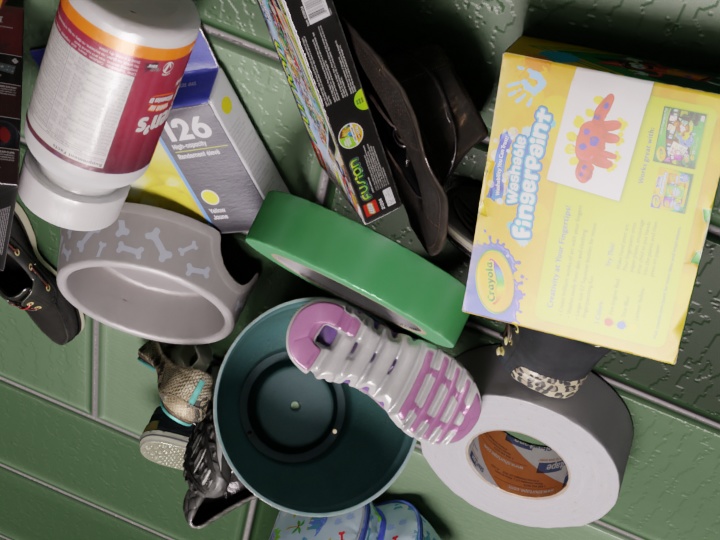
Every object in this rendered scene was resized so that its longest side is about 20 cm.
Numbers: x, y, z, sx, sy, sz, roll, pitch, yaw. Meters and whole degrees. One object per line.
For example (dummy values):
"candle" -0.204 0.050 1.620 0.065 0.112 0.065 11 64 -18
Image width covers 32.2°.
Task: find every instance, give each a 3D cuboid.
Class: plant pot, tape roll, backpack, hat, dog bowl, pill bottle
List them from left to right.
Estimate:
"pill bottle" -0.210 -0.138 1.012 0.109 0.110 0.201 27 122 -1
"dog bowl" -0.199 0.009 1.198 0.198 0.059 0.201 11 155 5
"plant pot" -0.053 0.132 1.216 0.199 0.202 0.134 33 167 -9
"backpack" -0.010 0.338 1.398 0.198 0.184 0.148 -11 129 30
"tape roll" 0.000 0.000 1.055 0.199 0.049 0.200 26 174 3
"hat" 0.049 -0.116 0.950 0.202 0.080 0.201 61 171 15
"tape roll" 0.160 0.164 1.211 0.198 0.066 0.202 15 138 14

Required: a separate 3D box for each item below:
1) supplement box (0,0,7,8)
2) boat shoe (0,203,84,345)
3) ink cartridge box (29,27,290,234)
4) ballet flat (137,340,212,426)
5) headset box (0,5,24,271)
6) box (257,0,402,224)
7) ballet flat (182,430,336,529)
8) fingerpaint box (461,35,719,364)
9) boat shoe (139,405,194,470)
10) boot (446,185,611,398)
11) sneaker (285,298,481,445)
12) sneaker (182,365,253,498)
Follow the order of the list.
"supplement box" -0.331 -0.309 0.952 0.199 0.086 0.110 35 140 -11
"boat shoe" -0.361 0.011 1.332 0.073 0.063 0.203 1 135 24
"ink cartridge box" -0.184 -0.115 1.115 0.196 0.047 0.201 -2 135 31
"ballet flat" -0.184 0.097 1.301 0.067 0.076 0.200 30 -178 -21
"headset box" -0.334 -0.123 1.075 0.074 0.202 0.149 4 150 -19
"box" -0.029 -0.144 0.947 0.034 0.110 0.201 -26 125 -7
"ballet flat" -0.106 0.223 1.366 0.199 0.057 0.067 -33 116 8
"fingerpaint box" 0.173 -0.054 0.912 0.165 0.073 0.202 13 114 15
"boat shoe" -0.155 0.204 1.429 0.198 0.063 0.075 20 137 -16
"boot" 0.137 0.026 1.072 0.202 0.074 0.154 29 143 0
"sneaker" 0.020 0.083 1.127 0.199 0.081 0.088 31 -178 -13
"sneaker" -0.137 0.168 1.297 0.079 0.201 0.074 25 111 -13
